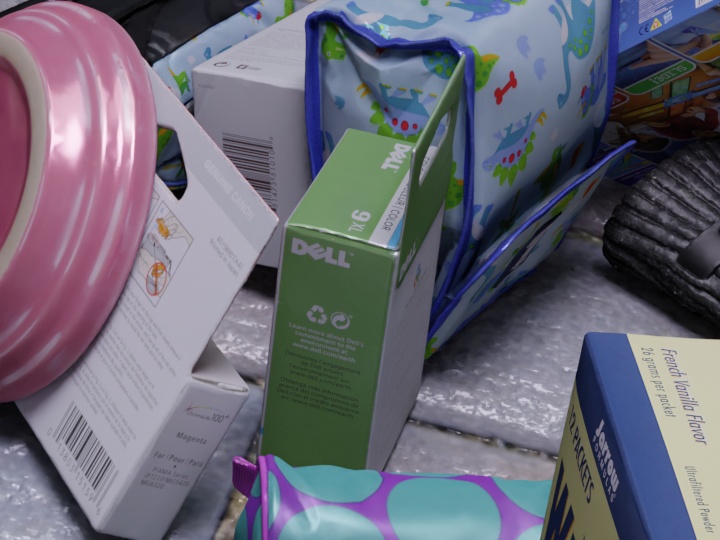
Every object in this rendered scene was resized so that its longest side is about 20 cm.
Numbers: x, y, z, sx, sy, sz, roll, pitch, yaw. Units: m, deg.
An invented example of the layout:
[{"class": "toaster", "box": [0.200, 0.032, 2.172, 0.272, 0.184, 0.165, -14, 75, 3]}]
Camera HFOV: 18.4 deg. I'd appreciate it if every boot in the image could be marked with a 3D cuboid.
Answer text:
[{"class": "boot", "box": [0.259, -0.019, 1.271, 0.210, 0.080, 0.158, -18, 42, -34]}]

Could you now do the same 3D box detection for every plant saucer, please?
[{"class": "plant saucer", "box": [-0.179, -0.038, 1.087, 0.051, 0.201, 0.201, 17, 22, -40]}]

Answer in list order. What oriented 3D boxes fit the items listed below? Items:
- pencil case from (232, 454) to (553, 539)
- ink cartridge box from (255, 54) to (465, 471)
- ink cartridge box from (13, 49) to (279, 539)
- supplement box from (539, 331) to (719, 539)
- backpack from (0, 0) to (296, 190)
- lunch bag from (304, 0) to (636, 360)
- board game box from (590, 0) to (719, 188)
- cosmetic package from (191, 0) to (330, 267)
[{"class": "pencil case", "box": [0.042, 0.126, 0.998, 0.198, 0.085, 0.093, 3, 49, -10]}, {"class": "ink cartridge box", "box": [0.000, 0.000, 1.070, 0.059, 0.202, 0.104, 14, 33, 11]}, {"class": "ink cartridge box", "box": [-0.111, 0.001, 1.068, 0.043, 0.174, 0.200, 18, 21, -42]}, {"class": "supplement box", "box": [0.177, 0.148, 0.892, 0.198, 0.201, 0.135, 3, 33, -9]}, {"class": "backpack", "box": [-0.122, -0.117, 1.278, 0.162, 0.155, 0.200, 10, 46, 39]}, {"class": "lunch bag", "box": [0.060, -0.065, 1.182, 0.127, 0.202, 0.170, 19, 34, 29]}, {"class": "board game box", "box": [0.180, -0.109, 1.263, 0.135, 0.199, 0.035, 20, 62, -34]}, {"class": "cosmetic package", "box": [-0.010, -0.087, 1.257, 0.081, 0.114, 0.200, 12, 28, 28]}]
